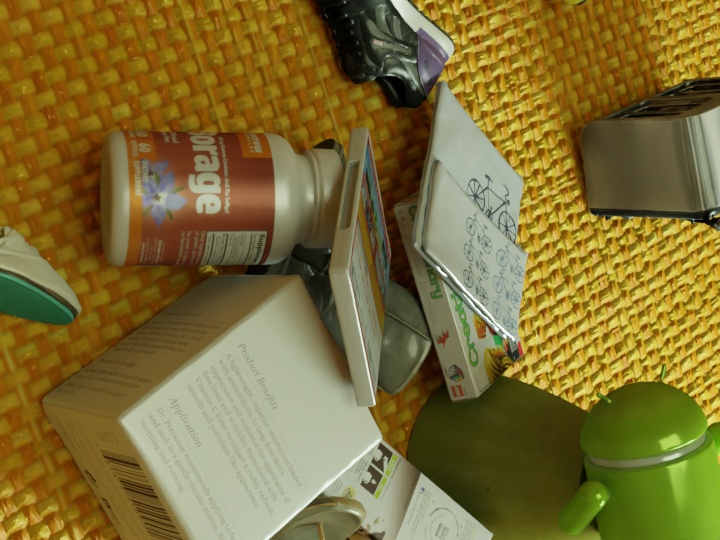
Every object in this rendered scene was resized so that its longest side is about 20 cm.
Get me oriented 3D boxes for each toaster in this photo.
[{"bbox_3d":[0.361,-0.130,1.483,0.179,0.199,0.120,-25,108,-32],"label":"toaster"}]

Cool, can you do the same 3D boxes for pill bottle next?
[{"bbox_3d":[-0.117,-0.061,1.160,0.197,0.112,0.114,-1,90,-17],"label":"pill bottle"}]

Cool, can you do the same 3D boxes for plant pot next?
[{"bbox_3d":[0.177,0.198,1.344,0.185,0.199,0.190,1,88,-35],"label":"plant pot"}]

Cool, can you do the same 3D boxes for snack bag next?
[{"bbox_3d":[0.116,-0.058,1.357,0.188,0.021,0.202,43,46,-42],"label":"snack bag"}]

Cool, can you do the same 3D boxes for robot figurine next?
[{"bbox_3d":[0.261,0.190,1.211,0.174,0.115,0.203,-19,100,-26],"label":"robot figurine"}]

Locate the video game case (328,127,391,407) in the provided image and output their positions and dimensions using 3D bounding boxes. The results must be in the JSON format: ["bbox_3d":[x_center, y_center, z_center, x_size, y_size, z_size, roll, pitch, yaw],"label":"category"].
[{"bbox_3d":[0.002,-0.006,1.155,0.201,0.017,0.144,-82,165,-51],"label":"video game case"}]

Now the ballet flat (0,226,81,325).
[{"bbox_3d":[-0.309,-0.013,1.089,0.198,0.069,0.070,19,78,-33],"label":"ballet flat"}]

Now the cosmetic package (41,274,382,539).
[{"bbox_3d":[-0.124,0.125,1.152,0.199,0.164,0.166,-37,110,-29],"label":"cosmetic package"}]

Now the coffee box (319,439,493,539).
[{"bbox_3d":[0.014,0.225,1.278,0.200,0.112,0.080,42,62,-27],"label":"coffee box"}]

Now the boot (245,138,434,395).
[{"bbox_3d":[0.000,-0.001,1.300,0.199,0.072,0.184,29,85,-25],"label":"boot"}]

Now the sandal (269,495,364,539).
[{"bbox_3d":[-0.063,0.258,1.184,0.080,0.200,0.054,17,41,-43],"label":"sandal"}]

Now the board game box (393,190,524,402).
[{"bbox_3d":[0.100,0.013,1.362,0.126,0.034,0.203,-32,107,-57],"label":"board game box"}]

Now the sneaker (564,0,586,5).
[{"bbox_3d":[0.176,-0.362,1.437,0.090,0.078,0.202,-36,104,-22],"label":"sneaker"}]

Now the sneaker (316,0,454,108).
[{"bbox_3d":[0.004,-0.229,1.307,0.199,0.075,0.088,34,77,-30],"label":"sneaker"}]
